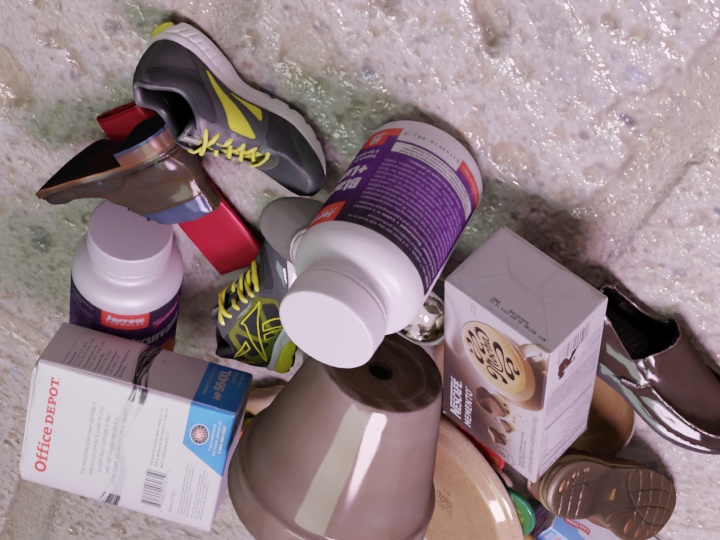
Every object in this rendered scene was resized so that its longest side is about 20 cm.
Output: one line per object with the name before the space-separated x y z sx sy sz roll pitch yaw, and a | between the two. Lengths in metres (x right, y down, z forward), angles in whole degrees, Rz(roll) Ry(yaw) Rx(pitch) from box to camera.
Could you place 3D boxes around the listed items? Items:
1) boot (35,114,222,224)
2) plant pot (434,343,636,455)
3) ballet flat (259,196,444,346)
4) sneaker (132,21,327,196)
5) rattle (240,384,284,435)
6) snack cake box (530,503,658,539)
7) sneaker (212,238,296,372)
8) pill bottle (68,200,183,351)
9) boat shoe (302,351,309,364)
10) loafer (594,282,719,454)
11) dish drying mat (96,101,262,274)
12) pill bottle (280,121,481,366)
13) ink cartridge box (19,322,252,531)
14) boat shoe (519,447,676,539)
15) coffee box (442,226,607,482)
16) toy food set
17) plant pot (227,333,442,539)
boot | -0.219 -0.072 1.552 0.199 0.075 0.097 -16 119 42
plant pot | 0.164 0.102 1.543 0.199 0.028 0.201 20 141 16
ballet flat | 0.000 0.000 1.451 0.199 0.064 0.068 30 110 -5
sneaker | -0.119 -0.123 1.448 0.200 0.085 0.074 39 143 -9
rattle | -0.076 0.230 1.765 0.129 0.143 0.201 -21 113 24
snack cake box | 0.203 0.305 1.704 0.115 0.067 0.200 36 142 -3
sneaker | -0.097 0.035 1.579 0.084 0.075 0.201 2 141 -7
pill bottle | -0.234 0.019 1.660 0.111 0.112 0.201 25 142 9
boat shoe | -0.007 0.045 1.562 0.060 0.072 0.202 28 140 11
loafer | 0.257 0.084 1.418 0.199 0.073 0.071 34 144 -2
dish drying mat | -0.168 -0.078 1.586 0.076 0.018 0.200 -15 123 43
pill bottle | 0.014 -0.020 1.360 0.111 0.201 0.112 18 140 16
ink cartridge box | -0.220 0.151 1.624 0.198 0.084 0.147 16 119 2
boat shoe | 0.220 0.198 1.539 0.199 0.072 0.067 22 -172 -43
coffee box | 0.135 0.074 1.409 0.113 0.080 0.201 37 152 25
toy food set | 0.100 0.217 1.634 0.200 0.048 0.199 32 143 43
plant pot | -0.007 0.152 1.520 0.199 0.200 0.174 27 127 7
